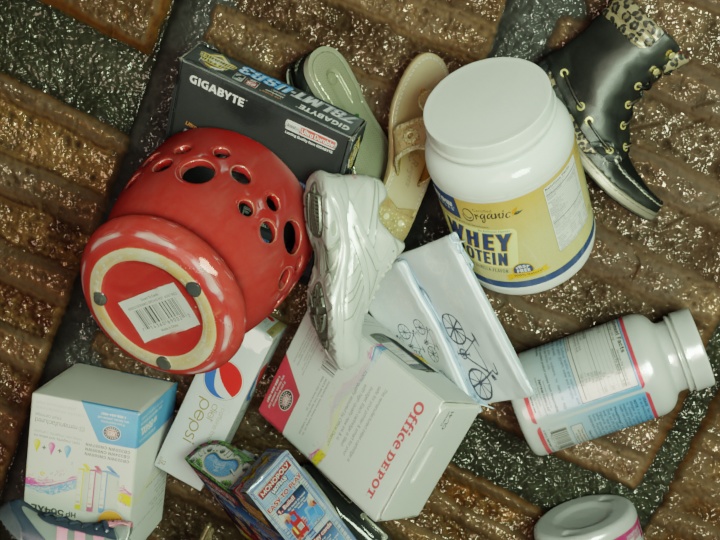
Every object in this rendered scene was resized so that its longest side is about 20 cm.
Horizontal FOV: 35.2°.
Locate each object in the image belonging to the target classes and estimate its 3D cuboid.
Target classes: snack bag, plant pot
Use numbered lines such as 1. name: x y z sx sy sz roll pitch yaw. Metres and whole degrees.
1. snack bag: 0.083 0.065 1.175 0.021 0.199 0.190 -30 96 -31
2. plant pot: -0.167 -0.016 1.127 0.198 0.183 0.202 12 126 17

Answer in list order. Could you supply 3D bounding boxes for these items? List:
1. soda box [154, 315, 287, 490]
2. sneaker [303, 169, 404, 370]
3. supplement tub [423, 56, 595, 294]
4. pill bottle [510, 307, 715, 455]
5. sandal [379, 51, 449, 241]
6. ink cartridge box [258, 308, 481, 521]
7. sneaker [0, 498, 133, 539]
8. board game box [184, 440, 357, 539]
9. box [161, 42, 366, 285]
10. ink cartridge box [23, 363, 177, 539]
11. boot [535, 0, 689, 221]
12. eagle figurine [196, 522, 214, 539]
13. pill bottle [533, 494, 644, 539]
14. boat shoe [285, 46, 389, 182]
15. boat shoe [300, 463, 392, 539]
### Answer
1. soda box: -0.156 0.139 1.270 0.063 0.068 0.202 27 104 4
2. sneaker: 0.000 0.000 1.125 0.098 0.078 0.203 -6 107 -22
3. supplement tub: 0.143 -0.089 1.099 0.143 0.145 0.201 -14 135 11
4. pill bottle: 0.257 0.111 1.176 0.198 0.109 0.110 -20 97 12
5. sandal: 0.064 -0.113 1.164 0.077 0.069 0.214 15 96 -34
6. ink cartridge box: 0.005 0.144 1.193 0.199 0.085 0.149 37 106 32
7. sneaker: -0.284 0.285 1.200 0.199 0.070 0.082 34 88 -3
8. board game box: -0.089 0.246 1.194 0.062 0.199 0.201 -44 133 -21
9. box: -0.110 -0.106 1.185 0.198 0.050 0.200 25 130 7
10. ink cartridge box: -0.294 0.226 1.280 0.127 0.125 0.203 9 101 7
11. boot: 0.269 -0.165 1.144 0.151 0.073 0.200 -44 86 14
12. eagle figurine: -0.126 0.378 1.276 0.200 0.152 0.151 43 65 -7
13. pill bottle: 0.265 0.355 1.218 0.112 0.113 0.202 -16 98 12
14. boat shoe: -0.018 -0.136 1.208 0.067 0.072 0.202 -11 109 48
15. boat shoe: -0.003 0.294 1.278 0.060 0.074 0.201 -32 75 -29
